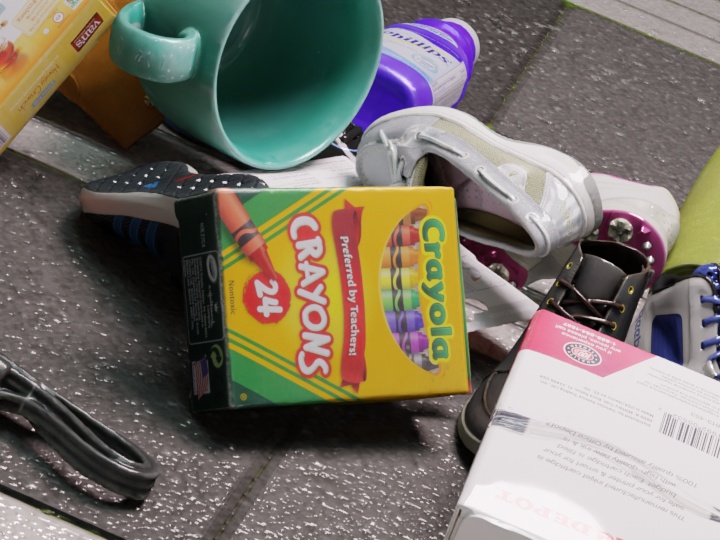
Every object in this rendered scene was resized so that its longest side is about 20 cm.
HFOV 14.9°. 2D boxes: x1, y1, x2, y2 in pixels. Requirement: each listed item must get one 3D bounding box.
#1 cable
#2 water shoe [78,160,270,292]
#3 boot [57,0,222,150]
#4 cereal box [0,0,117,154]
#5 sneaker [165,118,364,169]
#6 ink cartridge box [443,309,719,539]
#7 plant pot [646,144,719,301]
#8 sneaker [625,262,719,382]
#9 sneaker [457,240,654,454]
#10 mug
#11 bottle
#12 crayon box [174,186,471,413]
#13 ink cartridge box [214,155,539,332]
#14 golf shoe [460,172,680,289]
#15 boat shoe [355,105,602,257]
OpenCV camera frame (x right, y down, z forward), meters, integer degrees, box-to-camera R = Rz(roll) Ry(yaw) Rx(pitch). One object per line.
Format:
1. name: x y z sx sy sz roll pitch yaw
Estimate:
1. cable: -0.200 0.071 1.501 0.200 0.050 0.097 34 7 0
2. water shoe: -0.115 -0.019 1.708 0.071 0.079 0.200 -19 15 -27
3. boot: -0.203 -0.140 1.875 0.144 0.201 0.071 57 -15 1
4. cereal box: -0.274 -0.167 1.803 0.200 0.144 0.040 35 -8 31
5. sneaker: -0.046 -0.107 1.929 0.199 0.078 0.070 25 24 11
6. ink cartridge box: 0.130 0.129 1.520 0.144 0.085 0.200 22 35 4
7. plant pot: 0.285 -0.006 1.890 0.187 0.188 0.200 31 40 22
8. sneaker: 0.226 0.062 1.746 0.080 0.116 0.200 4 28 -31
9. sneaker: 0.120 0.049 1.697 0.074 0.107 0.200 24 24 8
10. mug: -0.084 -0.164 1.811 0.114 0.152 0.185 30 -7 39
11. bottle: 0.041 -0.151 2.112 0.083 0.066 0.200 25 24 13
12. crayon box: -0.008 0.015 1.621 0.199 0.128 0.051 -3 -4 -34
13. ink cartridge box: 0.000 0.000 1.788 0.200 0.050 0.161 40 29 28
14. golf shoe: 0.124 -0.031 1.866 0.199 0.076 0.092 10 30 25
15. boat shoe: 0.065 -0.053 1.778 0.201 0.075 0.065 21 43 41
